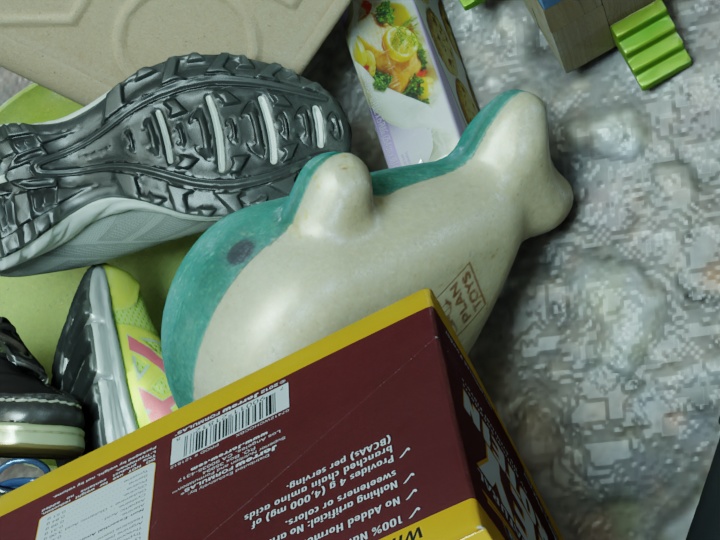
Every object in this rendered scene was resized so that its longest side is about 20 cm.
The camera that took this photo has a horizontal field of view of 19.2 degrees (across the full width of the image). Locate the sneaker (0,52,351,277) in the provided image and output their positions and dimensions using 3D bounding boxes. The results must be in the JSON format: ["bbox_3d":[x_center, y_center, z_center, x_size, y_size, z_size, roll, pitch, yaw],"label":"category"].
[{"bbox_3d":[-0.100,-0.044,0.949,0.199,0.079,0.074,-13,77,10],"label":"sneaker"}]

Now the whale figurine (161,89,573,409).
[{"bbox_3d":[0.000,0.000,0.904,0.200,0.159,0.104,-43,48,-15],"label":"whale figurine"}]

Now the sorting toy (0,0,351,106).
[{"bbox_3d":[-0.092,-0.148,0.913,0.200,0.184,0.037,-51,23,36],"label":"sorting toy"}]

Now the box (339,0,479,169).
[{"bbox_3d":[0.011,-0.130,0.983,0.039,0.041,0.201,-25,68,21],"label":"box"}]

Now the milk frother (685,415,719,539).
[{"bbox_3d":[0.147,0.155,0.751,0.180,0.199,0.189,20,89,51],"label":"milk frother"}]

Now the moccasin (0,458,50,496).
[{"bbox_3d":[-0.157,0.122,0.946,0.080,0.200,0.068,-31,102,-10],"label":"moccasin"}]

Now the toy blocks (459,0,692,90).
[{"bbox_3d":[0.066,-0.179,0.897,0.100,0.137,0.201,-28,71,4],"label":"toy blocks"}]

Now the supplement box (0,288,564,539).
[{"bbox_3d":[-0.024,0.137,0.756,0.196,0.200,0.133,-26,110,7],"label":"supplement box"}]

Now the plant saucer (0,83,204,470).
[{"bbox_3d":[-0.128,-0.001,1.037,0.199,0.031,0.201,-5,78,27],"label":"plant saucer"}]

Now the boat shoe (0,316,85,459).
[{"bbox_3d":[-0.184,0.047,0.969,0.200,0.073,0.065,6,87,53],"label":"boat shoe"}]

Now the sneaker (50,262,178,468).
[{"bbox_3d":[-0.082,0.082,0.948,0.078,0.090,0.201,117,141,-48],"label":"sneaker"}]
